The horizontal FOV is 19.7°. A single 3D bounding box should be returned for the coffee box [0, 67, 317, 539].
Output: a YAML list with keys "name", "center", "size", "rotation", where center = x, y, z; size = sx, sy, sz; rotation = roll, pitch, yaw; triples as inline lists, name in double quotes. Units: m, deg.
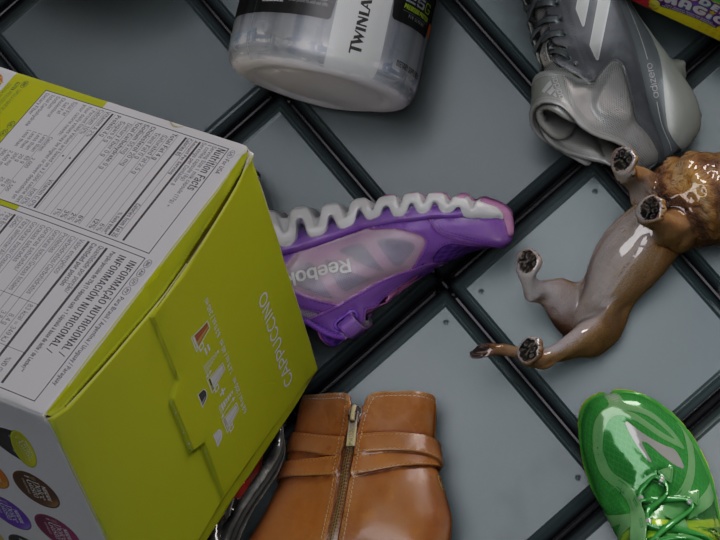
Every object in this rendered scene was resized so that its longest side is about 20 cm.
- name: "coffee box"
  center: [-0.167, 0.041, 1.181]
  size: [0.196, 0.201, 0.201]
  rotation: [18, 56, 27]

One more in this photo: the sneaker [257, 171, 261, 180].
- name: "sneaker"
  center: [-0.157, -0.057, 1.321]
  size: [0.198, 0.077, 0.086]
  rotation: [11, 94, 16]

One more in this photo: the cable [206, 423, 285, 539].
- name: "cable"
  center: [-0.081, 0.159, 1.228]
  size: [0.096, 0.050, 0.201]
  rotation: [-17, 49, 10]

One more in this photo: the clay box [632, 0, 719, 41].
- name: "clay box"
  center: [0.216, -0.206, 1.266]
  size: [0.198, 0.048, 0.116]
  rotation: [23, 65, -3]

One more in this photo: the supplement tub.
- name: "supplement tub"
  center: [-0.005, -0.209, 1.291]
  size: [0.121, 0.123, 0.202]
  rotation: [11, 83, 9]

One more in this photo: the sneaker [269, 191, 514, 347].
- name: "sneaker"
  center: [0.000, 0.000, 1.285]
  size: [0.198, 0.080, 0.089]
  rotation: [-9, 87, 11]

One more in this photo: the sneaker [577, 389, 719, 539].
- name: "sneaker"
  center: [0.186, 0.161, 1.227]
  size: [0.073, 0.084, 0.202]
  rotation: [-21, 78, 4]

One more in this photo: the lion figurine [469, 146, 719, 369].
- name: "lion figurine"
  center: [0.162, -0.003, 1.260]
  size: [0.200, 0.122, 0.073]
  rotation: [-42, 60, 16]

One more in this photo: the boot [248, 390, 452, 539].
- name: "boot"
  center: [-0.040, 0.152, 1.272]
  size: [0.198, 0.074, 0.156]
  rotation: [-3, 72, 10]

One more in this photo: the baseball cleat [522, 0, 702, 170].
- name: "baseball cleat"
  center: [0.127, -0.147, 1.279]
  size: [0.106, 0.070, 0.201]
  rotation: [-31, 77, -29]
